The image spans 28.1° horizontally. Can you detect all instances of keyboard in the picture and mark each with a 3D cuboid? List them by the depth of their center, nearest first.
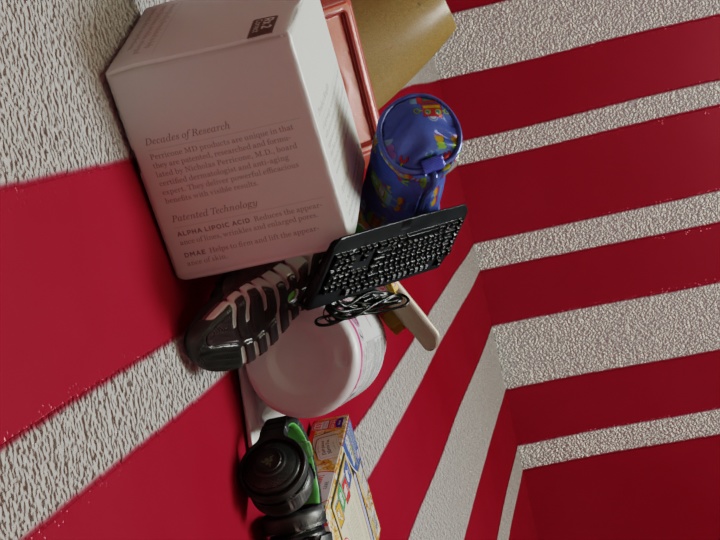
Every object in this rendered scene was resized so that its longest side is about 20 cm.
[{"bbox_3d":[0.028,0.003,1.273,0.040,0.105,0.199,44,35,23],"label":"keyboard"}]

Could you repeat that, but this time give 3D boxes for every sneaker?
[{"bbox_3d":[-0.114,0.014,1.307,0.199,0.115,0.076,-35,138,-41],"label":"sneaker"}]

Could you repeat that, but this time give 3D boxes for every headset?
[{"bbox_3d":[-0.055,0.214,1.321,0.201,0.093,0.125,-78,154,-62],"label":"headset"}]

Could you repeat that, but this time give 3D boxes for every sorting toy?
[{"bbox_3d":[0.000,0.000,1.521,0.186,0.036,0.200,51,-3,-13],"label":"sorting toy"}]

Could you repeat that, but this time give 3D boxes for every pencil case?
[{"bbox_3d":[0.044,-0.079,1.324,0.088,0.077,0.200,62,-15,19],"label":"pencil case"}]

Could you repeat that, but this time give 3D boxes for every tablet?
[{"bbox_3d":[-0.100,0.090,1.429,0.130,0.013,0.203,35,45,-74],"label":"tablet"}]

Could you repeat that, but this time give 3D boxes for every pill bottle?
[{"bbox_3d":[-0.037,0.078,1.430,0.200,0.112,0.115,-10,89,-79],"label":"pill bottle"}]

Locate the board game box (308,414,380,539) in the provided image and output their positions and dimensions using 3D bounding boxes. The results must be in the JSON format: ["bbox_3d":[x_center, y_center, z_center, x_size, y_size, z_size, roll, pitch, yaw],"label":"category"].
[{"bbox_3d":[-0.025,0.270,1.532,0.200,0.046,0.153,-74,150,-67],"label":"board game box"}]

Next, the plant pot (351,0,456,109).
[{"bbox_3d":[0.011,-0.285,1.757,0.188,0.198,0.186,61,3,-5],"label":"plant pot"}]

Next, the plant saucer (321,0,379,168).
[{"bbox_3d":[-0.063,-0.179,1.487,0.037,0.198,0.202,9,-62,55],"label":"plant saucer"}]

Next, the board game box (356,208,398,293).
[{"bbox_3d":[-0.043,-0.022,1.402,0.030,0.199,0.096,-43,123,-27],"label":"board game box"}]

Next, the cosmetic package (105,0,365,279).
[{"bbox_3d":[-0.101,-0.129,1.257,0.165,0.163,0.202,-81,157,-61],"label":"cosmetic package"}]
